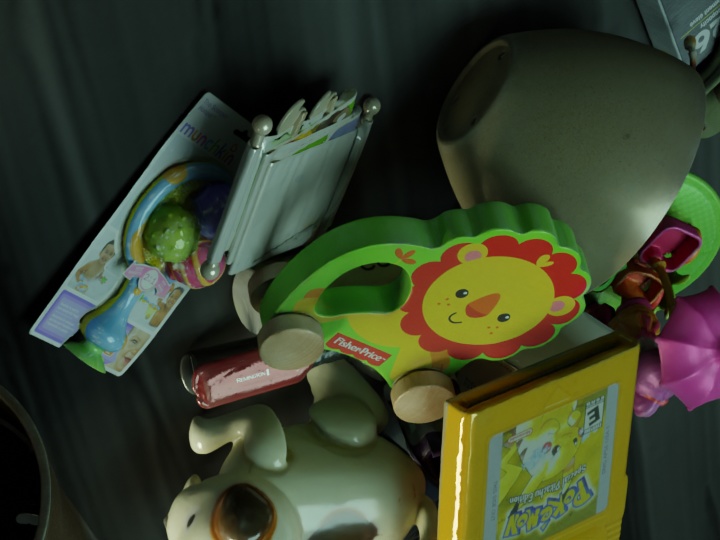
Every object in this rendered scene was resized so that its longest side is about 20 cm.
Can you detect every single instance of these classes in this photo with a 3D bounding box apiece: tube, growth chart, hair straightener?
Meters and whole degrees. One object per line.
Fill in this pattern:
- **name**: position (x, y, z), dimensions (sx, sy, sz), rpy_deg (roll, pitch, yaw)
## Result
- **tube**: position (0.000, 0.000, 1.614), dimensions (0.200, 0.058, 0.052), rpy_deg (-14, 164, -33)
- **growth chart**: position (-0.043, -0.063, 1.492), dimensions (0.200, 0.018, 0.145), rpy_deg (-22, 139, -63)
- **hair straightener**: position (-0.041, 0.048, 1.615), dimensions (0.199, 0.077, 0.041), rpy_deg (-21, 110, -16)

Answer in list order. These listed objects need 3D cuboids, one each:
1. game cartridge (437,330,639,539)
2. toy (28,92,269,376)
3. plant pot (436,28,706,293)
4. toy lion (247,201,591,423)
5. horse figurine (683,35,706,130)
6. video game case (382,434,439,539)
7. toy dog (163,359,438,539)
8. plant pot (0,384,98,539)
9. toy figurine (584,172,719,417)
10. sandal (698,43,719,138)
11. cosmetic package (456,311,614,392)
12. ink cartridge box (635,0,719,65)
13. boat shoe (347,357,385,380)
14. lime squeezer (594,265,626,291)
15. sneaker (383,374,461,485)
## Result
- **game cartridge**: position (0.131, 0.160, 1.608), dimensions (0.176, 0.032, 0.201), rpy_deg (-20, 123, -34)
- **toy**: position (-0.125, -0.012, 1.478), dimensions (0.200, 0.047, 0.115), rpy_deg (-50, 147, 4)
- **plant pot**: position (0.134, -0.097, 1.582), dimensions (0.134, 0.200, 0.201), rpy_deg (30, 102, -21)
- **toy lion**: position (0.051, 0.015, 1.508), dimensions (0.200, 0.069, 0.192), rpy_deg (23, 129, -35)
- **horse figurine**: position (0.206, -0.092, 1.670), dimensions (0.050, 0.133, 0.200), rpy_deg (23, 135, -24)
- **video game case**: position (-0.002, 0.233, 1.733), dimensions (0.200, 0.181, 0.026), rpy_deg (-33, 134, -21)
- **toy dog**: position (-0.058, 0.185, 1.626), dimensions (0.200, 0.194, 0.140), rpy_deg (-23, 148, -44)
- **plant pot**: position (-0.261, 0.188, 1.412), dimensions (0.200, 0.200, 0.198), rpy_deg (-43, 152, -7)
- **toy figurine**: position (0.238, 0.047, 1.779), dimensions (0.150, 0.184, 0.200), rpy_deg (22, 121, -28)
- **sandal**: position (0.313, -0.156, 1.768), dimensions (0.080, 0.057, 0.201), rpy_deg (-40, 169, -22)
- **cosmetic package**: position (0.136, 0.087, 1.749), dimensions (0.071, 0.105, 0.200), rpy_deg (-53, 167, -19)
- **ink cartridge box**: position (0.305, -0.251, 1.718), dimensions (0.198, 0.047, 0.200), rpy_deg (-44, 144, -6)
- **boat shoe**: position (0.073, 0.016, 1.701), dimensions (0.200, 0.069, 0.071), rpy_deg (-41, 145, -10)
- **lime squeezer**: position (0.173, -0.014, 1.688), dimensions (0.200, 0.070, 0.038), rpy_deg (-64, 168, -60)
- **sneaker**: position (0.072, 0.149, 1.712), dimensions (0.074, 0.088, 0.200), rpy_deg (-24, 148, 12)
